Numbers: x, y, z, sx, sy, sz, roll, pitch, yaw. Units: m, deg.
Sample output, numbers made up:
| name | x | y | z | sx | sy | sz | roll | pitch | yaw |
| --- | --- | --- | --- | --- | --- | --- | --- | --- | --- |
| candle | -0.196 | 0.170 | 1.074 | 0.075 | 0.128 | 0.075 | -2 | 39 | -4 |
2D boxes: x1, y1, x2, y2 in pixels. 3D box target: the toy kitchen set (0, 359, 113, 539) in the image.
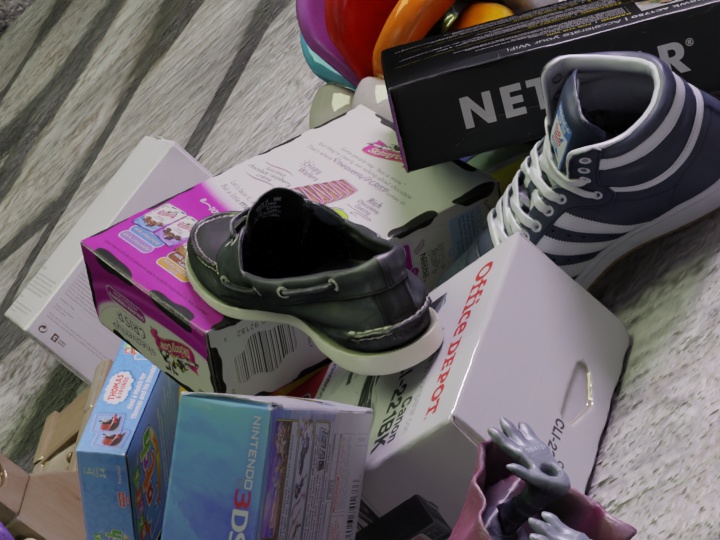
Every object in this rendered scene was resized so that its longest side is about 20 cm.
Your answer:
| name | x | y | z | sx | sy | sz | roll | pitch | yaw |
| --- | --- | --- | --- | --- | --- | --- | --- | --- | --- |
| toy kitchen set | -0.221 | 0.098 | 1.713 | 0.163 | 0.180 | 0.200 | -39 | 24 | 29 |

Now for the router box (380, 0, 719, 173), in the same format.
| name | x | y | z | sx | sy | sz | roll | pitch | yaw |
| --- | --- | --- | --- | --- | --- | --- | --- | --- | --- |
| router box | 0.112 | -0.112 | 1.337 | 0.199 | 0.051 | 0.149 | -15 | 12 | 3 |

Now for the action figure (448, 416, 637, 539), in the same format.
| name | x | y | z | sx | sy | sz | roll | pitch | yaw |
| --- | --- | --- | --- | --- | --- | --- | --- | --- | --- |
| action figure | 0.046 | 0.170 | 1.057 | 0.201 | 0.149 | 0.134 | -64 | -12 | 23 |

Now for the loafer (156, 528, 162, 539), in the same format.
| name | x | y | z | sx | sy | sz | roll | pitch | yaw |
| --- | --- | --- | --- | --- | --- | --- | --- | --- | --- |
| loafer | -0.091 | 0.171 | 1.409 | 0.200 | 0.070 | 0.068 | -32 | 23 | 46 |

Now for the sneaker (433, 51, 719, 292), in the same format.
| name | x | y | z | sx | sy | sz | roll | pitch | yaw |
| --- | --- | --- | --- | --- | --- | --- | --- | --- | --- |
| sneaker | 0.096 | -0.038 | 1.253 | 0.200 | 0.108 | 0.070 | -34 | 51 | 19 |

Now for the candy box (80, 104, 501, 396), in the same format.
| name | x | y | z | sx | sy | sz | roll | pitch | yaw |
| --- | --- | --- | --- | --- | --- | --- | --- | --- | --- |
| candy box | -0.035 | -0.009 | 1.376 | 0.199 | 0.061 | 0.136 | -28 | 37 | -25 |

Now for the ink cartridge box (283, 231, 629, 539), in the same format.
| name | x | y | z | sx | sy | sz | roll | pitch | yaw |
| --- | --- | --- | --- | --- | --- | --- | --- | --- | --- |
| ink cartridge box | 0.028 | 0.092 | 1.244 | 0.200 | 0.084 | 0.145 | -35 | 21 | 39 |

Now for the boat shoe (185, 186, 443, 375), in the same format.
| name | x | y | z | sx | sy | sz | roll | pitch | yaw |
| --- | --- | --- | --- | --- | --- | --- | --- | --- | --- |
| boat shoe | -0.033 | -0.008 | 1.246 | 0.074 | 0.066 | 0.199 | -27 | 30 | -19 |

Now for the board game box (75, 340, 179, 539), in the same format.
| name | x | y | z | sx | sy | sz | roll | pitch | yaw |
| --- | --- | --- | --- | --- | --- | --- | --- | --- | --- |
| board game box | -0.130 | 0.108 | 1.552 | 0.200 | 0.036 | 0.152 | -73 | -15 | -53 |

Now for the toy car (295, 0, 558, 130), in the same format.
| name | x | y | z | sx | sy | sz | roll | pitch | yaw |
| --- | --- | --- | --- | --- | --- | --- | --- | --- | --- |
| toy car | 0.025 | -0.165 | 1.701 | 0.175 | 0.150 | 0.200 | -54 | 17 | -12 |

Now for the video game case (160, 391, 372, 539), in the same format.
| name | x | y | z | sx | sy | sz | roll | pitch | yaw |
| --- | --- | --- | --- | --- | --- | --- | --- | --- | --- |
| video game case | -0.048 | 0.155 | 1.078 | 0.181 | 0.045 | 0.201 | 18 | -101 | -77 |

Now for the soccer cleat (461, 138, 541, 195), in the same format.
| name | x | y | z | sx | sy | sz | roll | pitch | yaw |
| --- | --- | --- | --- | --- | --- | --- | --- | --- | --- |
| soccer cleat | 0.108 | -0.040 | 1.402 | 0.200 | 0.064 | 0.084 | -156 | 68 | -65 |

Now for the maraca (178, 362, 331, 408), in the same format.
| name | x | y | z | sx | sy | sz | roll | pitch | yaw |
| --- | --- | --- | --- | --- | --- | --- | --- | --- | --- |
| maraca | -0.060 | 0.082 | 1.454 | 0.200 | 0.106 | 0.138 | -39 | 48 | 52 |

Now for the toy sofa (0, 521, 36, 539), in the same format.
| name | x | y | z | sx | sy | sz | roll | pitch | yaw |
| --- | --- | --- | --- | --- | --- | --- | --- | --- | --- |
| toy sofa | -0.255 | 0.263 | 1.590 | 0.200 | 0.098 | 0.083 | -53 | 16 | -12 |

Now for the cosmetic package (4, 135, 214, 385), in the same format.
| name | x | y | z | sx | sy | sz | roll | pitch | yaw |
| --- | --- | --- | --- | --- | --- | --- | --- | --- | --- |
| cosmetic package | -0.201 | -0.011 | 2.069 | 0.200 | 0.085 | 0.108 | -51 | 17 | -5 |
